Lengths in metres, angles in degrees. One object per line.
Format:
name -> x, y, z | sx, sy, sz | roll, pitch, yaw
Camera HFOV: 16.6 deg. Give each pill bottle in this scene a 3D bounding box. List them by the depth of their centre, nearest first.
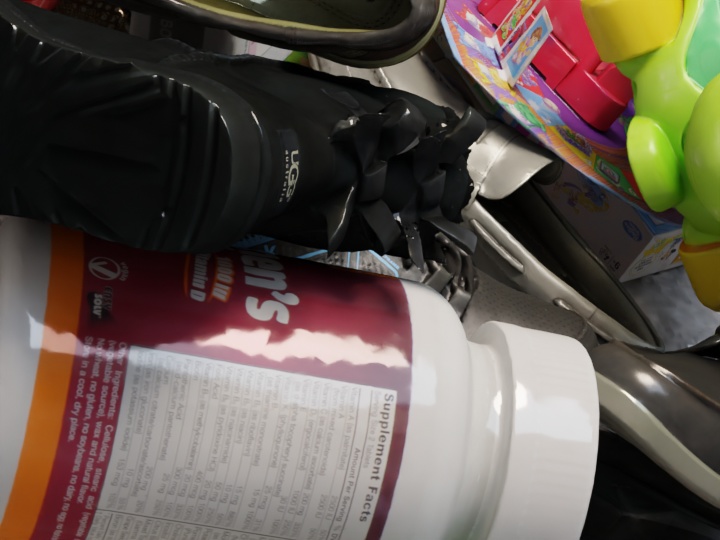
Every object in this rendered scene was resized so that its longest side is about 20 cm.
pill bottle -> -0.030, 0.050, 0.821 | 0.200, 0.110, 0.110 | 10, 45, -13

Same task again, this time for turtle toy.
turtle toy -> 0.157, -0.065, 0.952 | 0.146, 0.101, 0.200 | 66, 27, -15

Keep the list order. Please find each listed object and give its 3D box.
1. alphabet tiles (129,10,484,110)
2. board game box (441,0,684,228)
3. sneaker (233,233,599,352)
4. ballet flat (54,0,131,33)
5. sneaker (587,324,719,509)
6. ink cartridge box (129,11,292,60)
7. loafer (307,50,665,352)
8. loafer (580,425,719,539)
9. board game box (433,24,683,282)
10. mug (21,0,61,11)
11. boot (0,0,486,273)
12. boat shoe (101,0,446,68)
alphabet tiles -> -0.017, -0.087, 1.024 | 0.167, 0.006, 0.200 | 55, 30, 5
board game box -> 0.097, -0.101, 1.041 | 0.158, 0.039, 0.200 | 29, 27, -29
sneaker -> 0.000, 0.000, 0.905 | 0.200, 0.082, 0.073 | 15, 21, -10
ballet flat -> -0.145, -0.144, 0.992 | 0.065, 0.071, 0.200 | -12, 54, -26
sneaker -> 0.153, 0.031, 0.909 | 0.075, 0.106, 0.200 | 38, 10, 35
ink cartridge box -> -0.024, -0.170, 0.928 | 0.057, 0.163, 0.200 | 18, 32, 17
loafer -> 0.050, -0.033, 0.985 | 0.200, 0.070, 0.070 | 56, 30, 2
loafer -> 0.126, 0.104, 0.937 | 0.200, 0.073, 0.072 | 30, 35, -9
board game box -> 0.111, -0.091, 1.145 | 0.134, 0.034, 0.200 | -13, 60, -43
mug -> -0.180, -0.133, 0.890 | 0.200, 0.178, 0.133 | -11, 27, -24
boot -> -0.068, -0.049, 0.803 | 0.198, 0.074, 0.162 | 19, 11, 27
boat shoe -> -0.066, -0.119, 0.800 | 0.200, 0.072, 0.066 | 20, 2, -2
